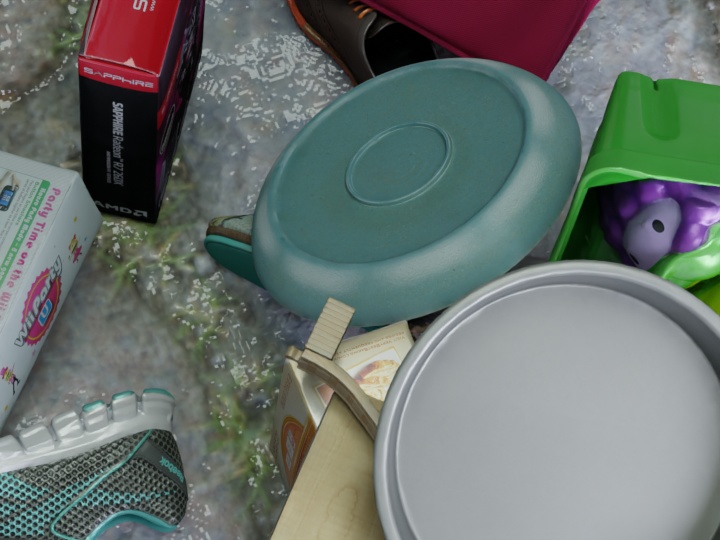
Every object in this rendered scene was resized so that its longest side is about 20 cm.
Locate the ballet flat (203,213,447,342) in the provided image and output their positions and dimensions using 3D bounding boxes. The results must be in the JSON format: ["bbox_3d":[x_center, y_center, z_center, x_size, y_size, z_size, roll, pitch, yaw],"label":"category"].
[{"bbox_3d":[0.000,0.000,1.347,0.200,0.069,0.071,27,75,34],"label":"ballet flat"}]

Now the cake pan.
[{"bbox_3d":[0.104,0.094,1.145,0.200,0.037,0.201,0,93,-4],"label":"cake pan"}]

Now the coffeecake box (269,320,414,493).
[{"bbox_3d":[0.021,0.151,1.269,0.073,0.154,0.200,-18,71,-13],"label":"coffeecake box"}]

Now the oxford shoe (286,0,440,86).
[{"bbox_3d":[0.008,-0.157,1.437,0.071,0.073,0.200,-26,73,-16],"label":"oxford shoe"}]

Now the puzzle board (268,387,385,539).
[{"bbox_3d":[0.019,0.173,1.168,0.151,0.017,0.200,23,68,2],"label":"puzzle board"}]

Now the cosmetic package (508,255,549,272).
[{"bbox_3d":[0.149,0.054,1.370,0.200,0.074,0.102,8,68,-6],"label":"cosmetic package"}]

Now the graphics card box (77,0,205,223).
[{"bbox_3d":[-0.124,-0.124,1.339,0.051,0.200,0.126,13,66,-1],"label":"graphics card box"}]

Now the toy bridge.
[{"bbox_3d":[0.053,0.084,1.184,0.200,0.027,0.067,25,69,1],"label":"toy bridge"}]

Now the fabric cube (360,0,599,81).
[{"bbox_3d":[0.088,-0.265,1.390,0.196,0.199,0.200,30,44,4],"label":"fabric cube"}]

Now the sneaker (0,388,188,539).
[{"bbox_3d":[-0.186,0.136,1.296,0.200,0.078,0.091,-20,84,-8],"label":"sneaker"}]

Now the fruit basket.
[{"bbox_3d":[0.172,0.026,1.236,0.155,0.216,0.216,9,67,-4],"label":"fruit basket"}]

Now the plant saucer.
[{"bbox_3d":[0.025,-0.053,1.305,0.200,0.027,0.200,-17,42,16],"label":"plant saucer"}]

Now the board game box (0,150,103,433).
[{"bbox_3d":[-0.270,-0.008,1.323,0.200,0.064,0.148,16,67,17],"label":"board game box"}]
